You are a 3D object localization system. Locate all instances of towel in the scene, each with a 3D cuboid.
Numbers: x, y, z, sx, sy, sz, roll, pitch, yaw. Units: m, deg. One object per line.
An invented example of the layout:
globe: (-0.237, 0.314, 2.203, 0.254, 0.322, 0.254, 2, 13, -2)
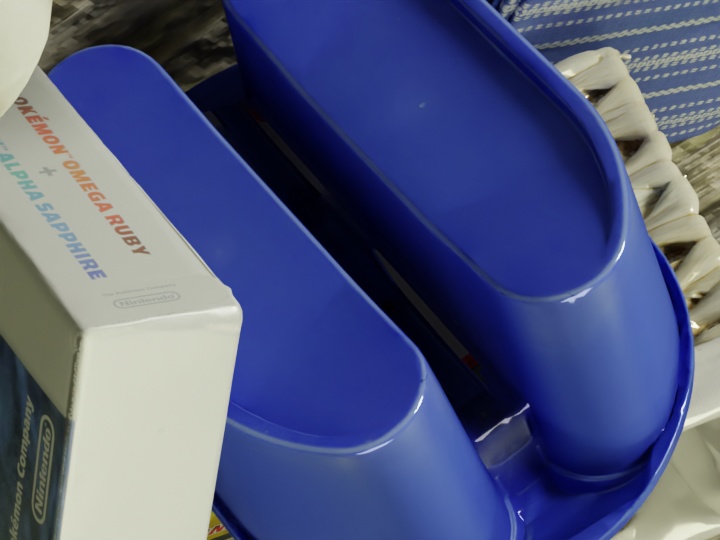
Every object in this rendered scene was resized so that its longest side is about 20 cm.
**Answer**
towel: (0.096, -0.092, 0.904, 0.144, 0.024, 0.200, -11, 155, -29)

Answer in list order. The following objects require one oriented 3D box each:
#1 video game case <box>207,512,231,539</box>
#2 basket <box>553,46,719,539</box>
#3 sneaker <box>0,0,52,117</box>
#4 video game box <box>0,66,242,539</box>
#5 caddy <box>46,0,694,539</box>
video game case: (-0.125, 0.075, 1.034, 0.199, 0.026, 0.181, -17, 154, -16)
basket: (0.052, 0.030, 0.938, 0.135, 0.124, 0.200, -23, 163, 0)
sneaker: (-0.145, -0.070, 0.617, 0.083, 0.081, 0.200, 28, 157, -39)
video game box: (-0.097, 0.049, 0.736, 0.047, 0.182, 0.201, -6, 123, -26)
caddy: (0.000, 0.000, 0.796, 0.141, 0.200, 0.105, -35, 146, -10)
